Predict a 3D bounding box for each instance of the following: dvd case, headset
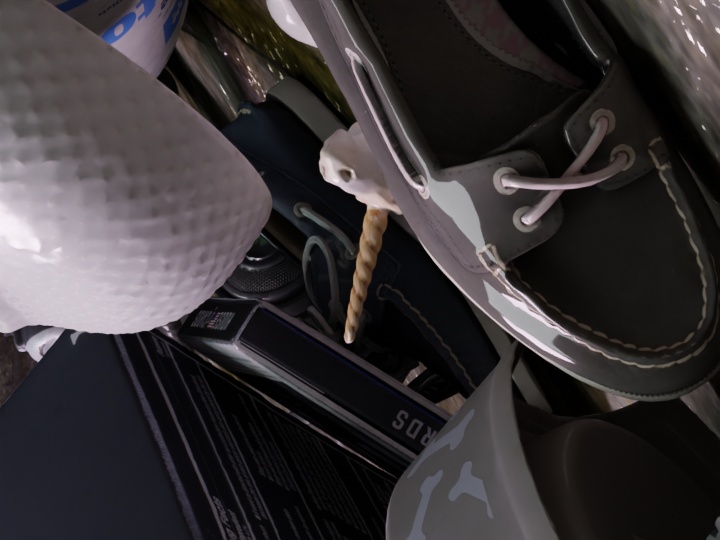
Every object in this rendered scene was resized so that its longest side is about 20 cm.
[{"bbox_3d":[0.026,0.071,1.005,0.200,0.025,0.150,33,173,-10],"label":"dvd case"},{"bbox_3d":[-0.008,0.017,1.173,0.124,0.094,0.200,60,-175,-29],"label":"headset"}]

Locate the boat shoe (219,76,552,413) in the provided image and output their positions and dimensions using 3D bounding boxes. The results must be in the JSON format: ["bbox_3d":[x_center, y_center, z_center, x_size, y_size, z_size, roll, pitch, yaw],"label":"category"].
[{"bbox_3d":[0.000,0.000,1.005,0.200,0.062,0.075,49,170,32],"label":"boat shoe"}]

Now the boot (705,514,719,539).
[{"bbox_3d":[0.166,0.118,0.586,0.200,0.066,0.165,47,171,19],"label":"boot"}]

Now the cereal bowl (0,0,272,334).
[{"bbox_3d":[-0.132,-0.038,0.841,0.200,0.083,0.200,30,170,6],"label":"cereal bowl"}]

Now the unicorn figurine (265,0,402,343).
[{"bbox_3d":[-0.027,-0.099,0.784,0.200,0.074,0.137,66,-173,25],"label":"unicorn figurine"}]

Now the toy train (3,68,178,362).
[{"bbox_3d":[-0.142,-0.046,1.315,0.085,0.114,0.200,75,-179,-69],"label":"toy train"}]

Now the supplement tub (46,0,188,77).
[{"bbox_3d":[-0.131,-0.135,0.970,0.132,0.132,0.200,53,172,8],"label":"supplement tub"}]

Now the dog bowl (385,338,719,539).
[{"bbox_3d":[0.084,0.111,0.705,0.200,0.059,0.200,44,-160,-20],"label":"dog bowl"}]

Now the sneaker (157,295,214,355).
[{"bbox_3d":[-0.112,-0.042,1.189,0.075,0.076,0.200,14,143,29],"label":"sneaker"}]

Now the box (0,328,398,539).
[{"bbox_3d":[-0.048,0.141,1.018,0.198,0.123,0.200,35,-168,-30],"label":"box"}]

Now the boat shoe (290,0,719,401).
[{"bbox_3d":[0.026,-0.054,0.644,0.200,0.067,0.057,56,177,13],"label":"boat shoe"}]
